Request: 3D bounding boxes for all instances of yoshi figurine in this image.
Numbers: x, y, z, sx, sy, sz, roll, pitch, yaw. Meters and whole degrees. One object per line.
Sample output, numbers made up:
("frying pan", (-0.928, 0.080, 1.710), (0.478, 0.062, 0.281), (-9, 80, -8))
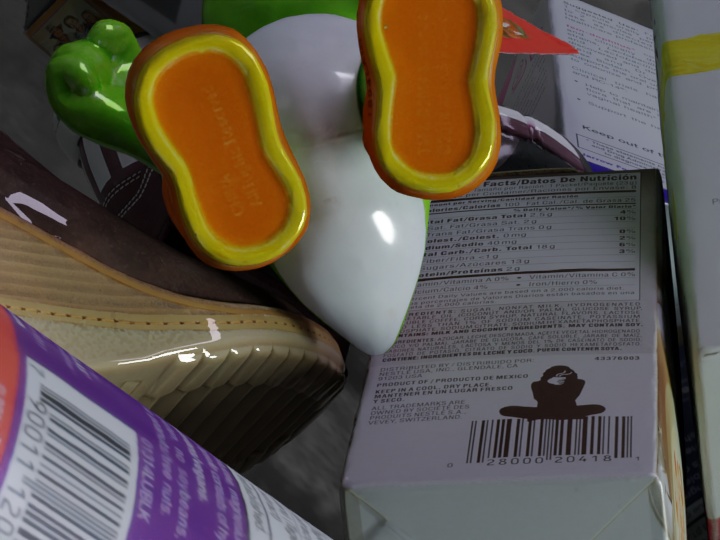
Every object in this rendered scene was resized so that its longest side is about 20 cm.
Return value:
("yoshi figurine", (-0.015, -0.055, 0.670), (0.112, 0.112, 0.200), (31, 0, -2))

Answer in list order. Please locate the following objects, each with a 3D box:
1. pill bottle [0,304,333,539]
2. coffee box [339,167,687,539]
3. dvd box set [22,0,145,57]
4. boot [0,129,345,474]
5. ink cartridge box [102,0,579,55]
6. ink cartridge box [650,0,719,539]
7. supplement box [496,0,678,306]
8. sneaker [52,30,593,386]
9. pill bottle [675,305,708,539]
("pill bottle", (-0.041, 0.091, 0.465), (0.200, 0.111, 0.112), (38, 19, -26))
("coffee box", (0.048, 0.060, 0.700), (0.200, 0.079, 0.115), (-75, 160, -67))
("dvd box set", (-0.038, -0.061, 0.942), (0.200, 0.029, 0.147), (40, 19, -23))
("boot", (-0.097, -0.025, 0.653), (0.200, 0.072, 0.167), (11, 41, -56))
("ink cartridge box", (-0.034, -0.124, 0.874), (0.162, 0.057, 0.199), (34, 30, 33))
("ink cartridge box", (0.136, -0.002, 0.769), (0.201, 0.083, 0.146), (-88, 169, -45))
("supplement box", (0.102, -0.020, 1.011), (0.103, 0.102, 0.200), (19, 24, -8))
("sneaker", (0.000, 0.000, 0.816), (0.199, 0.076, 0.116), (10, 44, -28))
("pill bottle", (0.137, 0.114, 0.835), (0.111, 0.111, 0.201), (31, 23, -41))
